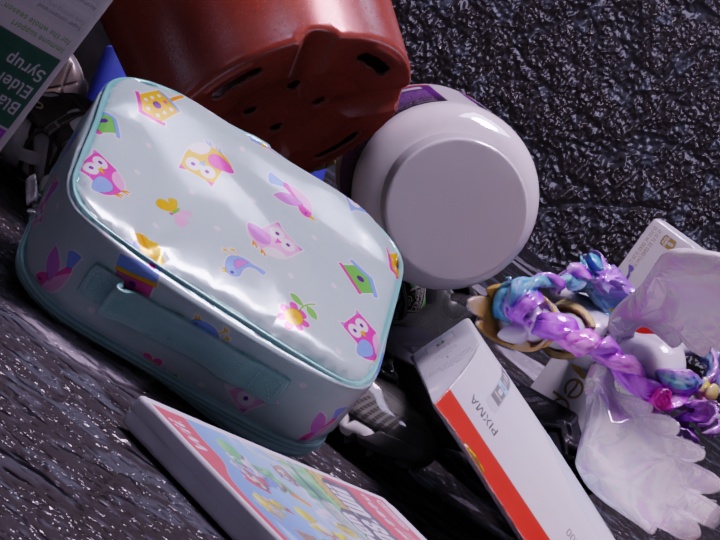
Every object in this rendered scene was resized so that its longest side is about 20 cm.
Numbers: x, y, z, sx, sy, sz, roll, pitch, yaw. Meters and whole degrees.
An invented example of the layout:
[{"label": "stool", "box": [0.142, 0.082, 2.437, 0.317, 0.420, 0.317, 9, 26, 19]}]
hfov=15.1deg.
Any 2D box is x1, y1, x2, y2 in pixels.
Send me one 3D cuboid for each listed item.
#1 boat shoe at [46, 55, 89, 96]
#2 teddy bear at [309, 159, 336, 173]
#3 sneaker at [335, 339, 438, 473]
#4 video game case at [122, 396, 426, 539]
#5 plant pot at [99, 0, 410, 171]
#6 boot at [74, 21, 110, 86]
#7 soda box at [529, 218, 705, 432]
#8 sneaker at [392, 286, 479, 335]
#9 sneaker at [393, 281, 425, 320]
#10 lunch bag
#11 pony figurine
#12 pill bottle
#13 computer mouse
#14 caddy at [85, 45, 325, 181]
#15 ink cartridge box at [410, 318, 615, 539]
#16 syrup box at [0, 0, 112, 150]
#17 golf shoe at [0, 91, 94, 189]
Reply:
[{"label": "boat shoe", "box": [-0.260, -0.161, 1.838, 0.200, 0.074, 0.073, 46, -2, 17]}, {"label": "teddy bear", "box": [-0.041, -0.095, 1.697, 0.067, 0.145, 0.200, 42, 19, 27]}, {"label": "sneaker", "box": [-0.013, 0.035, 1.568, 0.200, 0.091, 0.066, 41, 9, 39]}, {"label": "video game case", "box": [-0.008, 0.128, 1.263, 0.143, 0.017, 0.200, 42, 9, 39]}, {"label": "plant pot", "box": [-0.071, -0.168, 1.551, 0.201, 0.201, 0.196, 26, 38, -57]}, {"label": "boot", "box": [-0.147, -0.150, 1.924, 0.200, 0.151, 0.073, 29, 8, -38]}, {"label": "soda box", "box": [0.164, 0.065, 1.782, 0.068, 0.200, 0.064, 37, 7, 9]}, {"label": "sneaker", "box": [0.051, 0.037, 1.911, 0.074, 0.085, 0.200, 35, 7, -10]}, {"label": "sneaker", "box": [0.000, 0.000, 1.739, 0.085, 0.078, 0.200, 25, 26, 11]}, {"label": "lunch bag", "box": [-0.080, -0.001, 1.395, 0.200, 0.077, 0.161, 32, 35, -12]}, {"label": "pony figurine", "box": [0.168, 0.057, 1.626, 0.193, 0.167, 0.200, 24, 4, 28]}, {"label": "pill bottle", "box": [0.046, -0.049, 1.618, 0.111, 0.112, 0.200, 35, 4, -9]}, {"label": "computer mouse", "box": [0.081, 0.099, 1.714, 0.200, 0.053, 0.138, 31, 17, 32]}, {"label": "caddy", "box": [-0.108, -0.072, 1.806, 0.141, 0.105, 0.200, 11, -9, 35]}, {"label": "ink cartridge box", "box": [0.096, 0.119, 1.499, 0.160, 0.047, 0.200, 57, 1, -11]}, {"label": "syrup box", "box": [-0.193, -0.148, 1.454, 0.079, 0.200, 0.081, 31, 13, -36]}, {"label": "golf shoe", "box": [-0.168, -0.056, 1.578, 0.094, 0.078, 0.200, 14, 12, -16]}]
